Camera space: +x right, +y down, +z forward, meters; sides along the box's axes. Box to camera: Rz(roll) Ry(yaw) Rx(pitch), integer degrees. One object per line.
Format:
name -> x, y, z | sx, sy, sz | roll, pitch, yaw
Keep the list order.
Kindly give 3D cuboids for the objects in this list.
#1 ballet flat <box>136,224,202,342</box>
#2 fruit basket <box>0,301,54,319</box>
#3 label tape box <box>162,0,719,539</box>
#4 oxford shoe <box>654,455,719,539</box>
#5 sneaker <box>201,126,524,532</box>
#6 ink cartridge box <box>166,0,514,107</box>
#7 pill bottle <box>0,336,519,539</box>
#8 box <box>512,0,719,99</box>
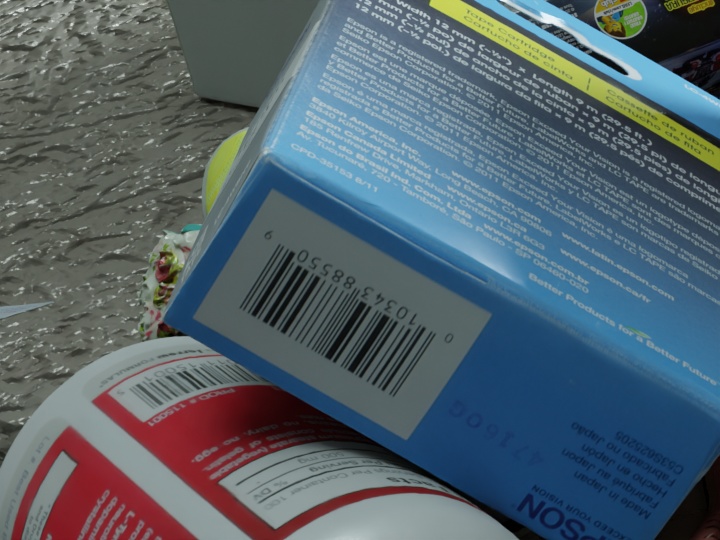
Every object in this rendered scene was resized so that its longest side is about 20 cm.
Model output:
ballet flat -> 0.003, 0.024, 0.960 | 0.200, 0.076, 0.064 | 2, 61, 39
fruit basket -> -0.230, 0.052, 0.943 | 0.200, 0.094, 0.185 | -15, 5, -41
label tape box -> 0.037, -0.017, 0.799 | 0.143, 0.066, 0.200 | 29, 25, -5
oxford shoe -> 0.090, 0.097, 0.771 | 0.075, 0.070, 0.200 | -29, 17, 22
sneaker -> 0.000, 0.000, 0.872 | 0.075, 0.076, 0.200 | -48, 41, 2
ink cartridge box -> 0.031, -0.148, 1.243 | 0.144, 0.084, 0.200 | 13, 39, 45
pill bottle -> -0.015, 0.099, 0.750 | 0.112, 0.112, 0.200 | -25, 28, -20
box -> 0.101, -0.072, 1.020 | 0.200, 0.040, 0.137 | -21, -13, -11
